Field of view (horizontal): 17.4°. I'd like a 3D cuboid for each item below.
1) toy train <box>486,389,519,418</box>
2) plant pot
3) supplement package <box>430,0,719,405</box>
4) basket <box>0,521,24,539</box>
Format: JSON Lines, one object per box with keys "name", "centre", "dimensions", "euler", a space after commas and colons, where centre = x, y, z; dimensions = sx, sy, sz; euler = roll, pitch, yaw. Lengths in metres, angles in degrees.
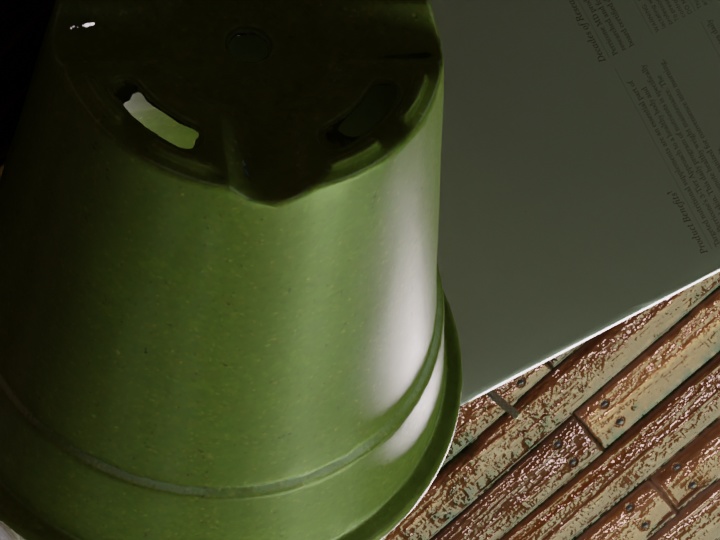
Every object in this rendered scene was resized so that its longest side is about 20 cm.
{"name": "toy train", "centre": [0.000, 0.000, 1.146], "dimensions": [0.085, 0.200, 0.116], "euler": [-43, 170, 21]}
{"name": "plant pot", "centre": [-0.046, -0.021, 0.795], "dimensions": [0.200, 0.200, 0.190], "euler": [-38, 160, -30]}
{"name": "supplement package", "centre": [0.094, -0.076, 1.027], "dimensions": [0.200, 0.191, 0.147], "euler": [-28, 179, 14]}
{"name": "basket", "centre": [-0.210, 0.188, 1.225], "dimensions": [0.136, 0.200, 0.123], "euler": [-41, -179, 8]}
